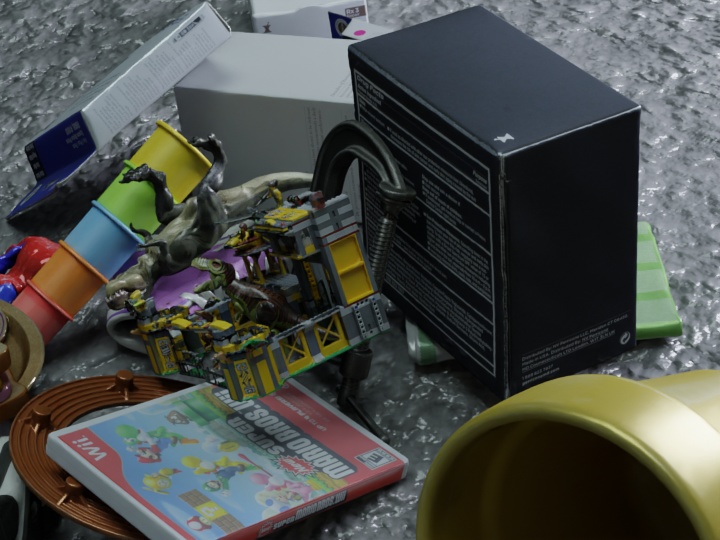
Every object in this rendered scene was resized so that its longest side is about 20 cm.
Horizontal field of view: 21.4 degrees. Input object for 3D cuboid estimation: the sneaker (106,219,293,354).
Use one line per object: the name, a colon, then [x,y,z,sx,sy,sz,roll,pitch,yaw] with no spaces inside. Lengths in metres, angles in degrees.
sneaker: [-0.097,0.020,1.449,0.200,0.073,0.114,-12,34,14]

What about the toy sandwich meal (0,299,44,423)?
toy sandwich meal: [-0.318,0.055,1.354,0.204,0.070,0.205,-1,34,0]

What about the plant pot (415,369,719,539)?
plant pot: [0.164,0.145,1.085,0.200,0.202,0.189,17,23,34]

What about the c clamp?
c clamp: [0.000,0.000,1.349,0.027,0.201,0.171,2,16,-30]

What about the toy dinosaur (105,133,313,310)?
toy dinosaur: [-0.123,-0.050,1.423,0.200,0.088,0.047,-34,19,-17]

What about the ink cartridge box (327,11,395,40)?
ink cartridge box: [0.038,-0.159,1.673,0.037,0.095,0.200,-31,39,-32]

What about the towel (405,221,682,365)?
towel: [0.132,0.019,1.437,0.199,0.031,0.149,-5,34,1]

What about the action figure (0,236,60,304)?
action figure: [-0.292,0.022,1.500,0.200,0.052,0.065,-32,43,-32]

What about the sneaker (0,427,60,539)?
sneaker: [-0.271,0.174,1.247,0.115,0.076,0.201,-8,23,17]

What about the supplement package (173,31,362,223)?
supplement package: [-0.039,-0.122,1.610,0.199,0.117,0.117,7,35,22]

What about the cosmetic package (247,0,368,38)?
cosmetic package: [-0.055,-0.263,1.877,0.112,0.081,0.200,-9,33,-1]

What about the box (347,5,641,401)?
box: [0.094,-0.052,1.343,0.123,0.199,0.200,-21,37,-23]

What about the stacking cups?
stacking cups: [-0.199,-0.024,1.452,0.200,0.061,0.060,-48,42,-8]

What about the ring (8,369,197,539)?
ring: [-0.134,0.119,1.275,0.200,0.019,0.201,12,27,-6]

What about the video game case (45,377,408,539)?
video game case: [-0.085,0.122,1.251,0.143,0.018,0.200,32,32,34]

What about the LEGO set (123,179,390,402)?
LEGO set: [-0.079,0.003,1.306,0.153,0.116,0.200,-22,15,-18]

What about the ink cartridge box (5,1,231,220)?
ink cartridge box: [-0.217,-0.132,1.598,0.200,0.041,0.199,-45,12,-22]
